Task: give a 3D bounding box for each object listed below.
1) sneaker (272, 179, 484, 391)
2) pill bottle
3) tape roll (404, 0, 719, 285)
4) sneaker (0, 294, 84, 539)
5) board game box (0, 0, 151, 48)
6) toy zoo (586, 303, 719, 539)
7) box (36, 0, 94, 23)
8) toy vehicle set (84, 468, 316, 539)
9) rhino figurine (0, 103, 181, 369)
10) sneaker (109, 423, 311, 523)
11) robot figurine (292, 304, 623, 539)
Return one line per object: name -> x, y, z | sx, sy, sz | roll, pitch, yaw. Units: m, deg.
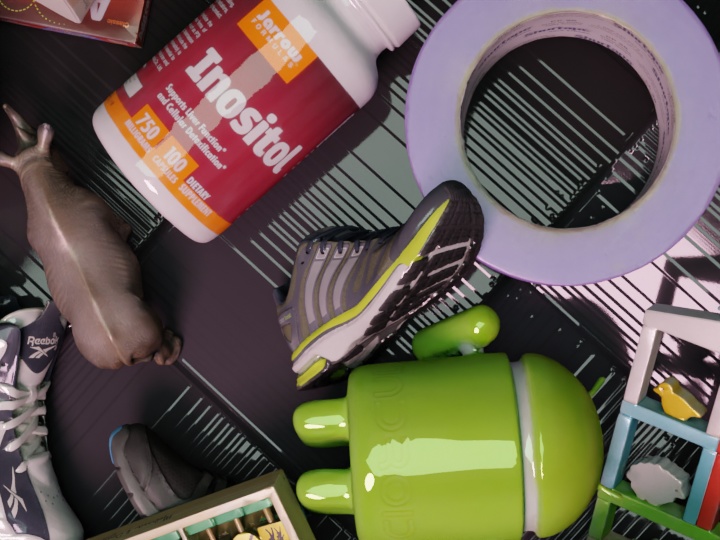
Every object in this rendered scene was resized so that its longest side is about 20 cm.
sneaker -> 0.000, 0.000, 0.852 | 0.200, 0.074, 0.081 | -45, 71, 42
pill bottle -> -0.063, -0.122, 0.877 | 0.200, 0.113, 0.113 | -42, 86, 4
tape roll -> 0.129, -0.090, 0.872 | 0.198, 0.085, 0.202 | 0, 90, 6
sneaker -> -0.225, 0.086, 0.907 | 0.130, 0.079, 0.199 | -44, 75, 12
board game box -> -0.236, -0.222, 0.944 | 0.199, 0.019, 0.104 | 12, 91, 6
toy zoo -> 0.219, 0.106, 0.836 | 0.131, 0.020, 0.201 | 22, 113, 27
box -> -0.171, -0.273, 0.885 | 0.077, 0.095, 0.201 | 29, 84, 8
toy vehicle set -> -0.113, 0.214, 0.859 | 0.199, 0.027, 0.125 | -22, 101, 15
rhino figurine -> -0.185, -0.022, 0.901 | 0.060, 0.087, 0.201 | -27, 87, 4
sneaker -> -0.080, 0.164, 0.901 | 0.082, 0.073, 0.200 | -44, 96, 0
robot figurine -> 0.059, 0.112, 0.857 | 0.198, 0.116, 0.177 | -5, 74, 1
